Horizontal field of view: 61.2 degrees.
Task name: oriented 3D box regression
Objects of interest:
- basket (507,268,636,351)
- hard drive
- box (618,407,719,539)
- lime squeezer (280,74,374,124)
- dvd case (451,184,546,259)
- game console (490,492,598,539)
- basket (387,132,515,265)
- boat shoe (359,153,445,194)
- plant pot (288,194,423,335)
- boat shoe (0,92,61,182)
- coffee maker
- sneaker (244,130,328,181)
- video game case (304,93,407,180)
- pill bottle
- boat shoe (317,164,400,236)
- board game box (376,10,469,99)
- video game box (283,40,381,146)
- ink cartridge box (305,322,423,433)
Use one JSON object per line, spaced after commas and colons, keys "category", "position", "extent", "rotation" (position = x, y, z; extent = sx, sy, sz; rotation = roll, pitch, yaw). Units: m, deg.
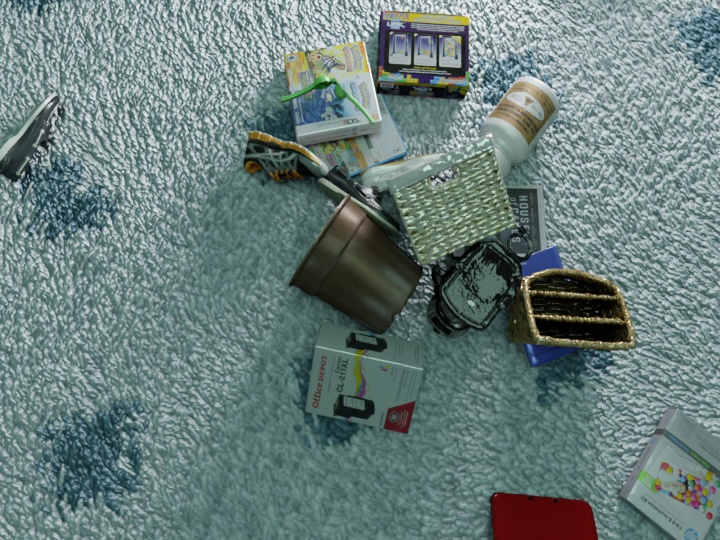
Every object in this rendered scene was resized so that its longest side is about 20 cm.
{"category": "basket", "position": [0.383, 0.068, 1.109], "extent": [0.193, 0.149, 0.148], "rotation": [5, 84, -3]}
{"category": "hard drive", "position": [0.357, 0.070, 1.195], "extent": [0.128, 0.025, 0.206], "rotation": [-18, 86, -6]}
{"category": "box", "position": [0.600, 0.389, 1.140], "extent": [0.154, 0.041, 0.202], "rotation": [37, 80, 6]}
{"category": "lime squeezer", "position": [-0.058, -0.350, 1.211], "extent": [0.194, 0.038, 0.073], "rotation": [16, 72, 5]}
{"category": "dvd case", "position": [0.279, -0.099, 1.241], "extent": [0.193, 0.025, 0.156], "rotation": [0, 79, -2]}
{"category": "game console", "position": [0.328, 0.524, 1.110], "extent": [0.193, 0.119, 0.178], "rotation": [5, 108, -1]}
{"category": "basket", "position": [0.164, -0.127, 1.092], "extent": [0.193, 0.200, 0.165], "rotation": [-22, 93, 10]}
{"category": "boat shoe", "position": [0.099, -0.187, 1.231], "extent": [0.194, 0.071, 0.072], "rotation": [-12, 89, 9]}
{"category": "plant pot", "position": [0.000, 0.000, 1.129], "extent": [0.196, 0.200, 0.203], "rotation": [35, 78, -2]}
{"category": "boat shoe", "position": [-0.657, -0.268, 1.220], "extent": [0.060, 0.075, 0.203], "rotation": [41, 65, -32]}
{"category": "coffee maker", "position": [0.218, 0.033, 1.119], "extent": [0.188, 0.200, 0.138], "rotation": [-25, 81, -7]}
{"category": "sneaker", "position": [-0.149, -0.211, 1.203], "extent": [0.196, 0.078, 0.079], "rotation": [21, 86, 28]}
{"category": "video game case", "position": [-0.017, -0.270, 1.269], "extent": [0.195, 0.018, 0.147], "rotation": [-22, 80, -7]}
{"category": "pill bottle", "position": [0.305, -0.281, 1.236], "extent": [0.113, 0.115, 0.202], "rotation": [37, 79, 6]}
{"category": "boat shoe", "position": [0.008, -0.142, 1.195], "extent": [0.197, 0.075, 0.067], "rotation": [34, 77, 23]}
{"category": "board game box", "position": [0.133, -0.459, 1.298], "extent": [0.193, 0.057, 0.171], "rotation": [4, 75, -1]}
{"category": "video game box", "position": [-0.059, -0.367, 1.261], "extent": [0.176, 0.047, 0.206], "rotation": [-10, 71, -5]}
{"category": "ink cartridge box", "position": [0.005, 0.195, 1.101], "extent": [0.193, 0.083, 0.150], "rotation": [11, 116, 0]}
